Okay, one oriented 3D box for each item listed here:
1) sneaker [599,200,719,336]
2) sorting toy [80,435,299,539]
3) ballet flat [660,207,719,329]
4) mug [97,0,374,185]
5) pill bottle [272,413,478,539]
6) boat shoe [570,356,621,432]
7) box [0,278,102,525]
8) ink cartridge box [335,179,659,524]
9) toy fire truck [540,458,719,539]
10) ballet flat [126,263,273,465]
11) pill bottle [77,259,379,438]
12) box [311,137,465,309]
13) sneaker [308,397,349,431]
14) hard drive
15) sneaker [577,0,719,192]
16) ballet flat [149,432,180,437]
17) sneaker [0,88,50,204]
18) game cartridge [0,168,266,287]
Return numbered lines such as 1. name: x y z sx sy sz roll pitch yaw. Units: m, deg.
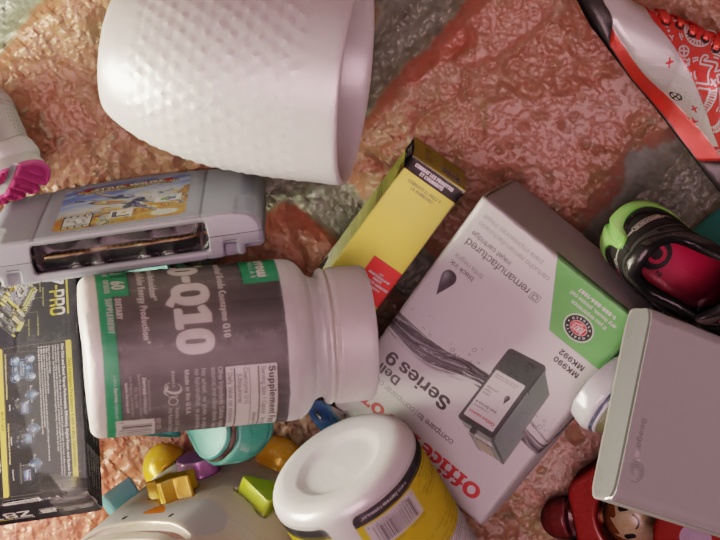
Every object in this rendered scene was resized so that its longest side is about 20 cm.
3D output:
1. sneaker: 0.258 0.022 1.445 0.199 0.084 0.077 21 112 -11
2. sorting toy: -0.131 0.190 1.497 0.199 0.180 0.107 -6 94 23
3. ballet flat: 0.246 0.020 1.531 0.200 0.068 0.062 -42 127 15
4. mug: -0.084 -0.168 1.456 0.174 0.148 0.201 7 75 8
5. pill bottle: 0.029 0.208 1.474 0.112 0.112 0.200 -26 116 8
6. boat shoe: 0.228 0.090 1.475 0.062 0.199 0.072 49 125 27
7. box: -0.275 0.086 1.510 0.160 0.049 0.201 -10 66 6
8. ink cartridge box: 0.099 0.060 1.497 0.146 0.084 0.200 39 111 9
9. toy fire truck: 0.222 0.219 1.558 0.167 0.112 0.201 -8 104 23
10. ballet flat: -0.122 0.056 1.533 0.067 0.070 0.201 -40 65 29
11. pill bottle: -0.093 0.051 1.432 0.199 0.113 0.114 -5 105 -9
12. box: 0.000 0.000 1.519 0.050 0.075 0.200 35 102 -7
13. sneaker: 0.003 0.182 1.565 0.090 0.078 0.201 -23 102 12
14. hard drive: 0.252 0.117 1.442 0.199 0.026 0.133 20 78 -35
15. sneaker: 0.247 -0.155 1.475 0.108 0.067 0.202 -38 103 10
16. ballet flat: -0.229 0.094 1.564 0.199 0.074 0.075 -1 105 0
17. sneaker: -0.322 -0.079 1.513 0.199 0.081 0.089 -18 76 17
18. game cartridge: -0.167 -0.034 1.485 0.199 0.133 0.042 -8 112 0
